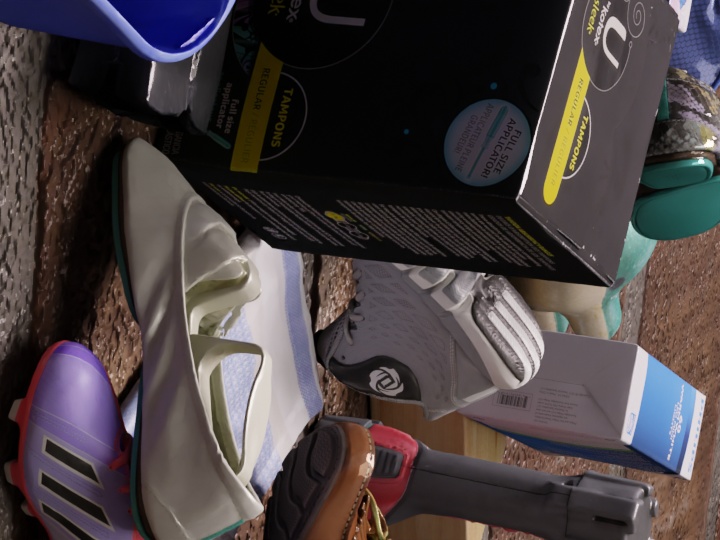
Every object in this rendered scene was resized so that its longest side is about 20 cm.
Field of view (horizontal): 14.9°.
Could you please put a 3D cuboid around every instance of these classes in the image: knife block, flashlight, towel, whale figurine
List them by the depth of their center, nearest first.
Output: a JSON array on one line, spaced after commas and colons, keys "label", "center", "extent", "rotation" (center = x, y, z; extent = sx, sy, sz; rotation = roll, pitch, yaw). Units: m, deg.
[{"label": "towel", "center": [-0.072, 0.076, 1.421], "extent": [0.200, 0.024, 0.147], "rotation": [-57, 148, -45]}, {"label": "flashlight", "center": [0.067, 0.130, 1.553], "extent": [0.068, 0.200, 0.068], "rotation": [-44, 140, -58]}, {"label": "knife block", "center": [0.041, 0.058, 1.644], "extent": [0.176, 0.064, 0.200], "rotation": [43, 59, -64]}, {"label": "whale figurine", "center": [0.130, -0.028, 1.729], "extent": [0.104, 0.159, 0.200], "rotation": [-26, 159, -12]}]

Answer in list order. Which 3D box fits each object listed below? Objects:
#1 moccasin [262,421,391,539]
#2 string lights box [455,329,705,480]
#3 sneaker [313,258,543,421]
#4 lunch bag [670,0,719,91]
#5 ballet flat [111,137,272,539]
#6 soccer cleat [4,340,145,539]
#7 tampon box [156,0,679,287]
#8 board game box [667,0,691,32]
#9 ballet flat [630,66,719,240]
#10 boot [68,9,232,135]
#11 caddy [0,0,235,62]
[{"label": "moccasin", "center": [-0.014, 0.158, 1.460], "extent": [0.074, 0.078, 0.201], "rotation": [-95, -168, -52]}, {"label": "string lights box", "center": [0.137, 0.081, 1.667], "extent": [0.200, 0.103, 0.059], "rotation": [31, 70, -69]}, {"label": "sneaker", "center": [0.000, 0.000, 1.493], "extent": [0.200, 0.115, 0.075], "rotation": [55, 33, -3]}, {"label": "lunch bag", "center": [0.106, -0.110, 1.560], "extent": [0.200, 0.136, 0.132], "rotation": [-55, -159, 6]}, {"label": "ballet flat", "center": [-0.072, 0.030, 1.255], "extent": [0.069, 0.069, 0.200], "rotation": [49, 33, -63]}, {"label": "soccer cleat", "center": [-0.113, 0.122, 1.263], "extent": [0.067, 0.076, 0.200], "rotation": [-48, 142, -54]}, {"label": "tampon box", "center": [0.030, -0.090, 1.343], "extent": [0.126, 0.200, 0.150], "rotation": [38, 63, -57]}, {"label": "board game box", "center": [0.092, -0.237, 1.457], "extent": [0.041, 0.200, 0.200], "rotation": [22, 78, -68]}, {"label": "ballet flat", "center": [0.166, -0.067, 1.449], "extent": [0.200, 0.072, 0.072], "rotation": [54, 49, -77]}, {"label": "boot", "center": [-0.062, -0.159, 1.276], "extent": [0.165, 0.066, 0.200], "rotation": [18, 78, -58]}, {"label": "caddy", "center": [-0.102, -0.169, 1.110], "extent": [0.200, 0.105, 0.141], "rotation": [45, 56, -61]}]
